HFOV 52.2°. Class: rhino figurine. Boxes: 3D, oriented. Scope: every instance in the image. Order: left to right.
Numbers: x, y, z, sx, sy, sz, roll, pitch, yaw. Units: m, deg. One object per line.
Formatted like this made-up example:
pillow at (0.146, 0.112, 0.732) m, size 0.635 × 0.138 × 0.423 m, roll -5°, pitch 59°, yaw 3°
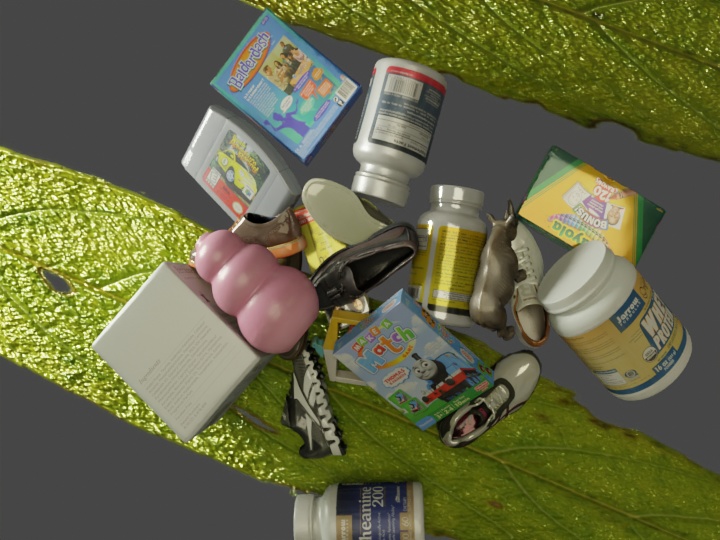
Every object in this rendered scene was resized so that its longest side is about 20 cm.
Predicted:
rhino figurine at (0.204, -0.007, 1.075) m, size 0.059 × 0.087 × 0.206 m, roll 5°, pitch 79°, yaw 38°

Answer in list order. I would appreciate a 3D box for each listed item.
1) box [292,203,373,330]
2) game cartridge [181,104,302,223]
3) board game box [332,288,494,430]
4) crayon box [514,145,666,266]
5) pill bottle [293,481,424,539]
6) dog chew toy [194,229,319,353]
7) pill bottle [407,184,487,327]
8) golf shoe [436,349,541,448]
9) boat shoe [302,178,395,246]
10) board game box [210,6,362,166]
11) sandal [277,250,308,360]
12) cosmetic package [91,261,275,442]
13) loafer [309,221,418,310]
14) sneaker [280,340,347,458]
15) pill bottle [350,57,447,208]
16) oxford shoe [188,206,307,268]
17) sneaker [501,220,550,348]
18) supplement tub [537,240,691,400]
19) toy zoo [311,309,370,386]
box at (-0.043, -0.011, 1.161) m, size 0.074 × 0.050 × 0.205 m, roll -19°, pitch 87°, yaw 4°
game cartridge at (-0.185, -0.153, 1.145) m, size 0.200 × 0.041 × 0.134 m, roll 44°, pitch 119°, yaw 9°
board game box at (0.078, 0.138, 1.091) m, size 0.199 × 0.037 × 0.151 m, roll 41°, pitch 122°, yaw -17°
crayon box at (0.348, -0.087, 1.133) m, size 0.197 × 0.058 × 0.121 m, roll 30°, pitch 91°, yaw 4°
pill bottle at (0.000, 0.382, 1.120) m, size 0.194 × 0.111 × 0.114 m, roll -3°, pitch 89°, yaw 3°
dog chew toy at (-0.154, 0.023, 1.045) m, size 0.199 × 0.125 × 0.125 m, roll 41°, pitch 91°, yaw -2°
pill bottle at (0.134, -0.022, 1.119) m, size 0.109 × 0.112 × 0.206 m, roll 9°, pitch 90°, yaw 4°
golf shoe at (0.204, 0.203, 1.124) m, size 0.199 × 0.088 × 0.077 m, roll -43°, pitch 85°, yaw 1°
boat shoe at (-0.009, -0.076, 1.119) m, size 0.199 × 0.060 × 0.073 m, roll 33°, pitch 100°, yaw -22°
board game box at (-0.117, -0.292, 1.173) m, size 0.199 × 0.045 × 0.153 m, roll 40°, pitch 92°, yaw 3°
sandal at (-0.123, 0.036, 1.140) m, size 0.081 × 0.054 × 0.206 m, roll -10°, pitch 78°, yaw 44°
cosmetic package at (-0.257, 0.117, 1.114) m, size 0.200 × 0.167 × 0.167 m, roll 43°, pitch 92°, yaw 3°
loafer at (0.000, 0.000, 1.085) m, size 0.198 × 0.063 × 0.072 m, roll -33°, pitch 115°, yaw 11°
sneaker at (-0.090, 0.203, 1.152) m, size 0.088 × 0.066 × 0.205 m, roll -18°, pitch 89°, yaw 2°
pill bottle at (0.053, -0.206, 1.124) m, size 0.117 × 0.120 × 0.205 m, roll 16°, pitch 90°, yaw 4°
oxford shoe at (-0.179, -0.050, 1.121) m, size 0.195 × 0.071 × 0.075 m, roll -12°, pitch 107°, yaw 15°
sneaker at (0.255, 0.017, 1.125) m, size 0.071 × 0.085 × 0.205 m, roll -15°, pitch 87°, yaw 5°
supplement tub at (0.365, 0.072, 1.066) m, size 0.145 × 0.145 × 0.200 m, roll -45°, pitch 103°, yaw 2°
toy zoo at (0.021, 0.126, 1.131) m, size 0.194 × 0.021 × 0.134 m, roll 8°, pitch 126°, yaw 5°
